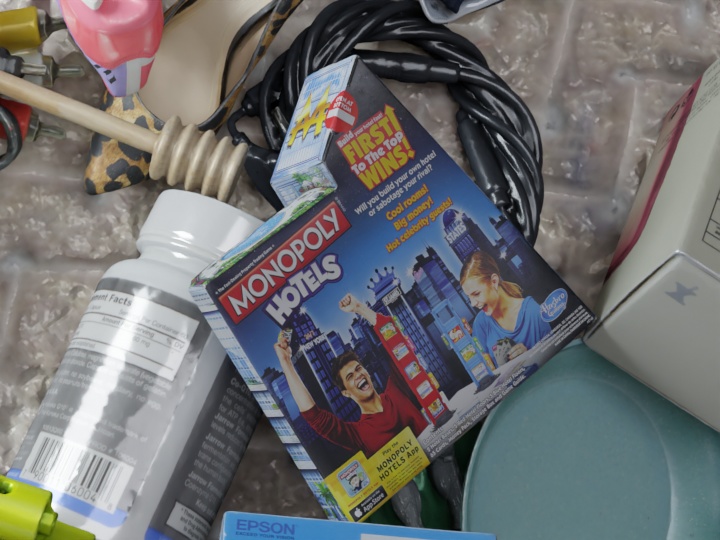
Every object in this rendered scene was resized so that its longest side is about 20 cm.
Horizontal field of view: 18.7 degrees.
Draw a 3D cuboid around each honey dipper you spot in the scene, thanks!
[{"bbox_3d":[-0.159,-0.090,1.206,0.199,0.038,0.038,23,76,0],"label":"honey dipper"}]

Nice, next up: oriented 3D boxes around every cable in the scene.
[{"bbox_3d":[-0.259,-0.111,1.243,0.199,0.050,0.098,7,91,0],"label":"cable"},{"bbox_3d":[0.029,-0.063,1.296,0.200,0.051,0.163,46,69,0],"label":"cable"}]

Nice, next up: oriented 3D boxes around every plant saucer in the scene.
[{"bbox_3d":[0.130,0.137,1.263,0.199,0.036,0.201,0,89,-32],"label":"plant saucer"}]

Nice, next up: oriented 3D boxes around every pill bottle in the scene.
[{"bbox_3d":[-0.109,0.065,1.202,0.113,0.114,0.201,27,75,-8],"label":"pill bottle"}]

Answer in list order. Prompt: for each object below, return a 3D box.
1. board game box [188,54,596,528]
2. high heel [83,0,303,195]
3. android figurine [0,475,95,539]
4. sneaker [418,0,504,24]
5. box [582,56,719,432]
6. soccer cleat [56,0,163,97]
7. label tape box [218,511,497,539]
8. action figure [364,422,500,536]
[{"bbox_3d":[0.000,0.000,1.175,0.200,0.062,0.201,-37,101,-31],"label":"board game box"},{"bbox_3d":[-0.086,-0.131,1.223,0.071,0.143,0.200,40,73,0],"label":"high heel"},{"bbox_3d":[-0.211,0.170,1.142,0.199,0.183,0.041,20,35,1],"label":"android figurine"},{"bbox_3d":[0.011,-0.209,1.284,0.199,0.070,0.109,5,58,-15],"label":"sneaker"},{"bbox_3d":[0.229,-0.021,1.265,0.127,0.109,0.201,33,51,-8],"label":"box"},{"bbox_3d":[-0.157,-0.188,1.244,0.066,0.077,0.201,-13,52,-15],"label":"soccer cleat"},{"bbox_3d":[-0.012,0.215,1.165,0.143,0.201,0.064,6,48,-4],"label":"label tape box"},{"bbox_3d":[0.019,0.069,1.243,0.118,0.055,0.201,-27,102,-28],"label":"action figure"}]
